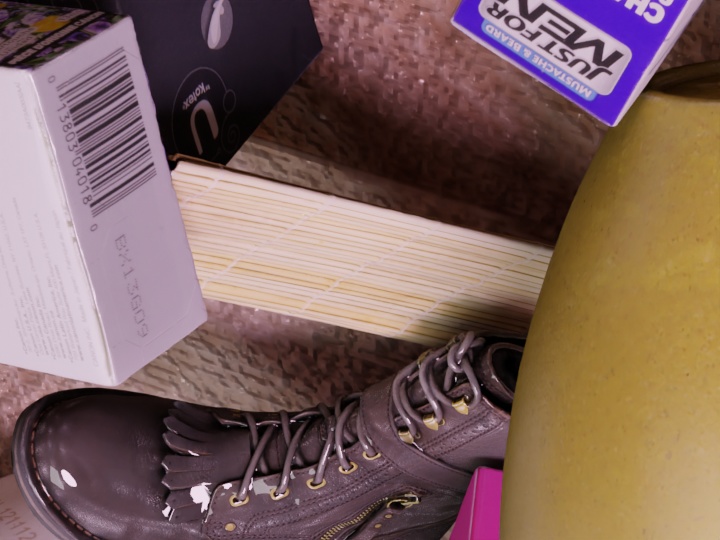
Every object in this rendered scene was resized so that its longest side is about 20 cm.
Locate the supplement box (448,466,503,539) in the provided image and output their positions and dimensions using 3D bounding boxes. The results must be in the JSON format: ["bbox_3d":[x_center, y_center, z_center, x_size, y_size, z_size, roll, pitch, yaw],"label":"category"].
[{"bbox_3d":[0.121,0.155,1.000,0.200,0.103,0.101,13,136,-2],"label":"supplement box"}]

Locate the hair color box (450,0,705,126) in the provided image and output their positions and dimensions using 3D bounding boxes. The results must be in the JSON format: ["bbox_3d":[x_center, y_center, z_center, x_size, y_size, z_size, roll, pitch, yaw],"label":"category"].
[{"bbox_3d":[0.104,-0.146,0.786,0.065,0.109,0.200,32,137,6],"label":"hair color box"}]

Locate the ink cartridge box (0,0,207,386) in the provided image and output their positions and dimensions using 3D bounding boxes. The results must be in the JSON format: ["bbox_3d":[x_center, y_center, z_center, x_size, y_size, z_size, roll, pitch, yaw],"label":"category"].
[{"bbox_3d":[-0.148,-0.034,0.922,0.200,0.050,0.109,10,123,39],"label":"ink cartridge box"}]

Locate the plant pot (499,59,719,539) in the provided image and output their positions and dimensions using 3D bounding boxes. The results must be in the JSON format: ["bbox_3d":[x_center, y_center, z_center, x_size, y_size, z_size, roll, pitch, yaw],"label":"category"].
[{"bbox_3d":[0.138,0.010,0.864,0.200,0.200,0.142,3,103,31],"label":"plant pot"}]

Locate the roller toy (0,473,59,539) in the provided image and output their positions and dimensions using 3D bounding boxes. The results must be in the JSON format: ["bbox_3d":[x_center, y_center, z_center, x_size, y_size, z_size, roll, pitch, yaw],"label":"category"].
[{"bbox_3d":[-0.143,0.185,1.188,0.183,0.140,0.200,55,155,20],"label":"roller toy"}]

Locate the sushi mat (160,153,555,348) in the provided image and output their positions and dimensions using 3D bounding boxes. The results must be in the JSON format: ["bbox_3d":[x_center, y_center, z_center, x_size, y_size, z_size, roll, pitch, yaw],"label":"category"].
[{"bbox_3d":[0.000,0.000,0.966,0.200,0.012,0.096,13,152,-30],"label":"sushi mat"}]

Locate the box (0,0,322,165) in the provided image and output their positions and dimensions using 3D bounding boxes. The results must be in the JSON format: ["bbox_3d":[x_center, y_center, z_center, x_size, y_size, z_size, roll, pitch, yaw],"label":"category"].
[{"bbox_3d":[-0.109,-0.130,0.942,0.122,0.106,0.200,4,129,30],"label":"box"}]

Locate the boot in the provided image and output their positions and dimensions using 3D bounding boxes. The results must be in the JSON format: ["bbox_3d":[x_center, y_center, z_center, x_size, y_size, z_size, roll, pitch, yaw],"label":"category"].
[{"bbox_3d":[-0.006,0.057,1.029,0.200,0.069,0.174,13,152,-33],"label":"boot"}]
